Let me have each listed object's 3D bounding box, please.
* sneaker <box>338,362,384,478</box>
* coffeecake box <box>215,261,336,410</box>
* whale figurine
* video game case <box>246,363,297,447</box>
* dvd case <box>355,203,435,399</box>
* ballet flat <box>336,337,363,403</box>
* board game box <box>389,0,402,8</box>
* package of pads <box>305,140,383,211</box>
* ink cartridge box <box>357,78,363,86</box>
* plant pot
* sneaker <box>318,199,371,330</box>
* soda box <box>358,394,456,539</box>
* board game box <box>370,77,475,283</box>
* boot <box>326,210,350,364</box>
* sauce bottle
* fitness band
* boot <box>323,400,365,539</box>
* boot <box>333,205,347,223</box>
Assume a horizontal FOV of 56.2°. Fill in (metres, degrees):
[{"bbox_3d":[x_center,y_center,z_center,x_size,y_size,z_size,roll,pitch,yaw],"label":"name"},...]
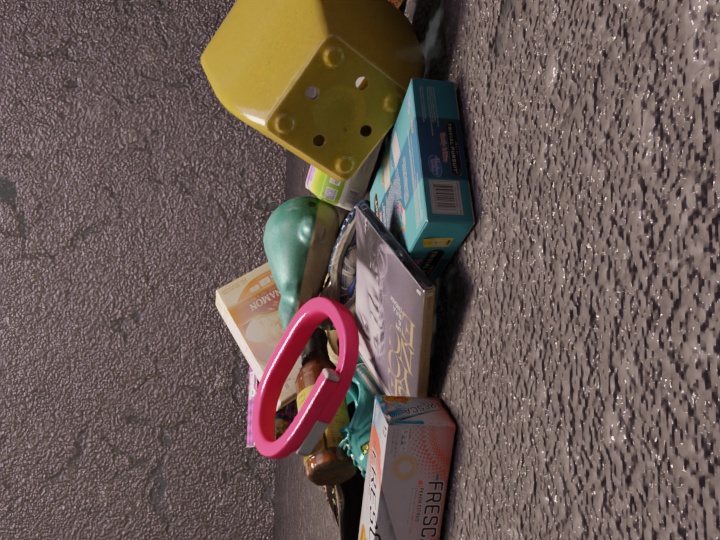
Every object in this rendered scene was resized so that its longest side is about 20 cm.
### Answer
[{"bbox_3d":[0.014,0.199,0.759,0.078,0.078,0.203,107,161,-52],"label":"sneaker"},{"bbox_3d":[-0.117,0.091,1.073,0.202,0.152,0.073,57,159,11],"label":"coffeecake box"},{"bbox_3d":[-0.093,-0.014,0.936,0.160,0.102,0.203,111,172,-48],"label":"whale figurine"},{"bbox_3d":[-0.105,0.197,1.145,0.036,0.178,0.205,-21,64,50],"label":"video game case"},{"bbox_3d":[0.029,0.055,0.689,0.149,0.016,0.203,-126,27,-46],"label":"dvd case"},{"bbox_3d":[-0.001,0.127,0.921,0.202,0.071,0.074,97,170,-54],"label":"ballet flat"},{"bbox_3d":[0.015,-0.384,0.948,0.096,0.030,0.202,-54,30,30],"label":"board game box"},{"bbox_3d":[-0.020,-0.177,0.980,0.200,0.067,0.158,-132,61,-73],"label":"package of pads"},{"bbox_3d":[-0.010,-0.350,1.127,0.200,0.038,0.102,130,141,-71],"label":"ink cartridge box"},{"bbox_3d":[-0.043,-0.214,0.739,0.196,0.192,0.202,-47,35,22],"label":"plant pot"},{"bbox_3d":[0.000,0.000,0.895,0.078,0.083,0.203,-71,-2,-56],"label":"sneaker"},{"bbox_3d":[0.039,0.224,0.641,0.064,0.067,0.205,-127,42,-73],"label":"soda box"},{"bbox_3d":[0.055,-0.066,0.688,0.201,0.046,0.154,113,156,-62],"label":"board game box"},{"bbox_3d":[-0.016,0.023,0.990,0.155,0.070,0.204,119,154,-63],"label":"boot"},{"bbox_3d":[-0.047,0.161,0.838,0.067,0.064,0.203,104,163,-46],"label":"sauce bottle"},{"bbox_3d":[-0.070,0.128,0.795,0.202,0.037,0.144,-59,33,16],"label":"fitness band"},{"bbox_3d":[-0.012,0.267,0.916,0.150,0.071,0.205,179,88,-79],"label":"boot"},{"bbox_3d":[-0.073,-0.045,1.142,0.202,0.128,0.071,104,164,-45],"label":"boot"}]
